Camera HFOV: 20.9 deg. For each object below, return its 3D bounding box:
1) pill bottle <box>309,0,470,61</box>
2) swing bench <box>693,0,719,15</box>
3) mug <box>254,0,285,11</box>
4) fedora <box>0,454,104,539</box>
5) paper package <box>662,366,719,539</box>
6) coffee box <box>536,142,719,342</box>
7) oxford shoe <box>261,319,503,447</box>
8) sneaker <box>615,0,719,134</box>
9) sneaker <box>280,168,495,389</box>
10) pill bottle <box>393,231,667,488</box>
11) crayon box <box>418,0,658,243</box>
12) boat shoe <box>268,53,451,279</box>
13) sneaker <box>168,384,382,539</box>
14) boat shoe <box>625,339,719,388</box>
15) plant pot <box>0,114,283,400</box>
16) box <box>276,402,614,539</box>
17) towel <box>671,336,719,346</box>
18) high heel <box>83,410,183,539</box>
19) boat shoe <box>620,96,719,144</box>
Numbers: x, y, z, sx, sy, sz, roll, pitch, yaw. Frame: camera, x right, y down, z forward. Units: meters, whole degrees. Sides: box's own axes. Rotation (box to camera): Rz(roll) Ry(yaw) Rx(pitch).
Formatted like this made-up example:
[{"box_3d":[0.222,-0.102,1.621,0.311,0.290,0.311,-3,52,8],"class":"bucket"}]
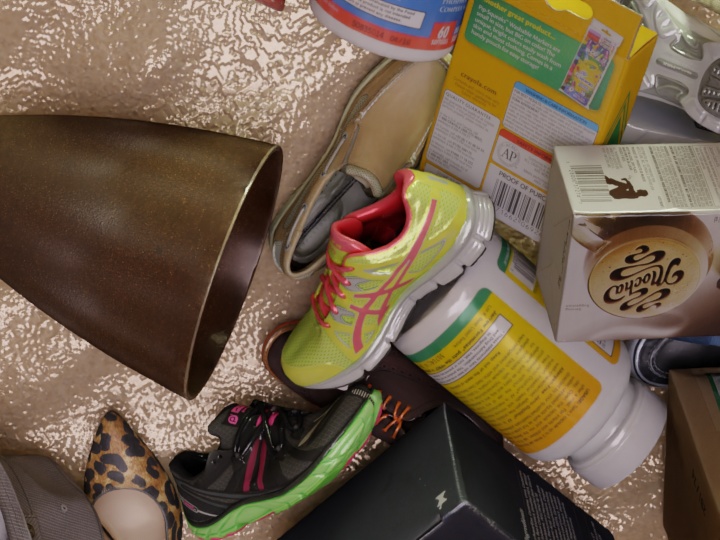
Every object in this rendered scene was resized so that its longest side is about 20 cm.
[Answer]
[{"box_3d":[0.043,-0.254,1.328,0.111,0.113,0.201,15,119,-9],"class":"pill bottle"},{"box_3d":[0.219,-0.282,1.312,0.130,0.199,0.200,-43,105,7],"class":"swing bench"},{"box_3d":[-0.085,-0.305,1.318,0.176,0.133,0.201,27,98,-13],"class":"mug"},{"box_3d":[-0.248,0.203,1.439,0.090,0.201,0.177,-8,148,-35],"class":"fedora"},{"box_3d":[0.294,0.194,1.424,0.102,0.201,0.192,-8,132,-2],"class":"paper package"},{"box_3d":[0.228,-0.021,1.334,0.198,0.080,0.114,-1,130,-7],"class":"coffee box"},{"box_3d":[0.020,0.093,1.462,0.198,0.073,0.072,21,102,-10],"class":"oxford shoe"},{"box_3d":[0.227,-0.150,1.401,0.199,0.099,0.078,36,105,23],"class":"sneaker"},{"box_3d":[0.000,0.000,1.385,0.090,0.078,0.200,29,113,-35],"class":"sneaker"},{"box_3d":[0.128,0.069,1.445,0.199,0.113,0.113,39,99,-14],"class":"pill bottle"},{"box_3d":[0.125,-0.127,1.359,0.125,0.052,0.201,31,130,19],"class":"crayon box"},{"box_3d":[0.007,-0.074,1.413,0.071,0.076,0.201,31,100,-11],"class":"boat shoe"},{"box_3d":[-0.068,0.132,1.440,0.199,0.077,0.084,-31,94,29],"class":"sneaker"},{"box_3d":[0.299,0.048,1.477,0.198,0.068,0.072,-14,106,-2],"class":"boat shoe"},{"box_3d":[-0.179,-0.031,1.371,0.198,0.187,0.189,19,103,5],"class":"plant pot"},{"box_3d":[0.065,0.238,1.442,0.196,0.118,0.200,-40,120,21],"class":"box"},{"box_3d":[0.259,0.016,1.420,0.198,0.112,0.049,10,128,7],"class":"towel"},{"box_3d":[-0.172,0.216,1.440,0.071,0.143,0.202,-8,106,4],"class":"high heel"},{"box_3d":[0.229,-0.080,1.432,0.198,0.072,0.068,15,117,-8],"class":"boat shoe"}]
